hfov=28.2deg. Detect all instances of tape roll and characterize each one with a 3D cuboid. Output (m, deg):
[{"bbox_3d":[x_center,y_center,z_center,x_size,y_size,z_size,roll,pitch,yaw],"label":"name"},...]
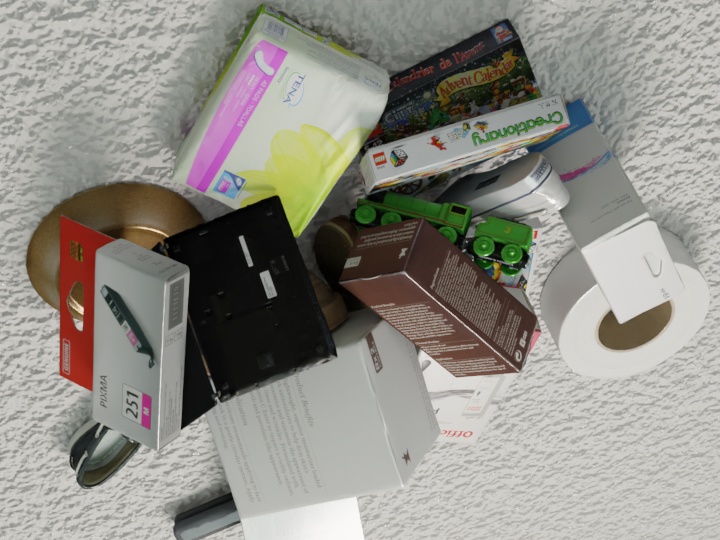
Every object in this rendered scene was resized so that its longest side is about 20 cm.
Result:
[{"bbox_3d":[0.326,0.041,1.775,0.202,0.071,0.203,-11,135,-11],"label":"tape roll"}]

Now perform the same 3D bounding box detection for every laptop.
[{"bbox_3d":[-0.139,0.048,1.460,0.199,0.178,0.103,-22,170,2],"label":"laptop"}]

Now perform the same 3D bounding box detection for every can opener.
[{"bbox_3d":[-0.155,0.287,1.855,0.199,0.053,0.067,-23,104,1],"label":"can opener"}]

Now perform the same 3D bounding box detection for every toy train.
[{"bbox_3d":[0.086,-0.045,1.501,0.199,0.057,0.042,16,155,12],"label":"toy train"}]

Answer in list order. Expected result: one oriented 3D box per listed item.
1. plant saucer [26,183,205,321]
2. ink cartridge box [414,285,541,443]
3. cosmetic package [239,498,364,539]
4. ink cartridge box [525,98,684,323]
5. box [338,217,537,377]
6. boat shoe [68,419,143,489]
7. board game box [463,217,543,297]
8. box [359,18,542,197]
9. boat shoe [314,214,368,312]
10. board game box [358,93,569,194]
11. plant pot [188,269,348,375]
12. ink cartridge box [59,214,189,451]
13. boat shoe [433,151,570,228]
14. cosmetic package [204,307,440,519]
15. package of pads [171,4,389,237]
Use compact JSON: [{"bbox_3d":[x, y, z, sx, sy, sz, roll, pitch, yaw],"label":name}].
[{"bbox_3d":[-0.256,-0.005,1.538,0.199,0.036,0.201,-10,135,-10],"label":"plant saucer"},{"bbox_3d":[0.104,0.110,1.699,0.146,0.083,0.200,6,130,-24],"label":"ink cartridge box"},{"bbox_3d":[-0.081,0.284,1.806,0.150,0.052,0.201,-10,107,-4],"label":"cosmetic package"},{"bbox_3d":[0.262,-0.064,1.556,0.084,0.200,0.145,-29,135,8],"label":"ink cartridge box"},{"bbox_3d":[0.084,0.032,1.504,0.100,0.075,0.200,-8,143,46],"label":"box"},{"bbox_3d":[-0.273,0.182,1.692,0.075,0.060,0.200,21,122,-34],"label":"boat shoe"},{"bbox_3d":[0.140,0.020,1.709,0.126,0.035,0.201,-7,134,-13],"label":"board game box"},{"bbox_3d":[0.092,-0.163,1.515,0.199,0.038,0.137,-26,135,5],"label":"box"},{"bbox_3d":[0.000,0.000,1.623,0.068,0.072,0.200,-44,145,-20],"label":"boat shoe"},{"bbox_3d":[0.100,-0.126,1.440,0.199,0.035,0.126,-17,179,-4],"label":"board game box"},{"bbox_3d":[-0.121,0.038,1.558,0.200,0.201,0.093,-20,98,-1],"label":"plant pot"},{"bbox_3d":[-0.255,0.062,1.454,0.044,0.173,0.201,-32,136,-51],"label":"ink cartridge box"},{"bbox_3d":[0.144,-0.067,1.537,0.065,0.200,0.074,45,64,-17],"label":"boat shoe"},{"bbox_3d":[-0.042,0.149,1.558,0.199,0.165,0.166,-13,100,20],"label":"cosmetic package"},{"bbox_3d":[-0.077,-0.143,1.427,0.154,0.068,0.200,24,123,-16],"label":"package of pads"}]
